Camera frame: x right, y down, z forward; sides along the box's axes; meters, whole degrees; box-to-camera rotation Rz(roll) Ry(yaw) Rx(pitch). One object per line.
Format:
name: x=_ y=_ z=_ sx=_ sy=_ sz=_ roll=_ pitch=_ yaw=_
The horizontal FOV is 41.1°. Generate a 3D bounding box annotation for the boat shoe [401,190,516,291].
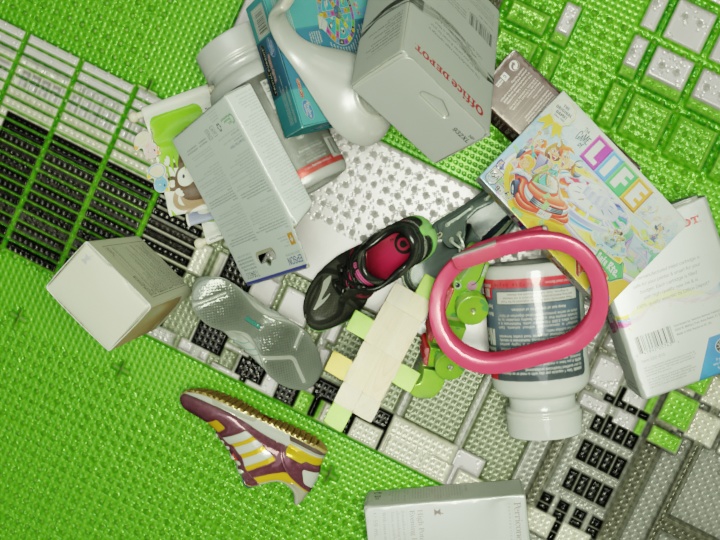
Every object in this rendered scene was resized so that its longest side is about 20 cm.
boat shoe: x=0.129 y=-0.044 z=1.160 sx=0.199 sy=0.062 sz=0.073 roll=-39 pitch=92 yaw=5

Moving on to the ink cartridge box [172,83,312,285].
ink cartridge box: x=-0.127 y=-0.089 z=1.092 sx=0.040 sy=0.199 sz=0.203 roll=-29 pitch=98 yaw=-27

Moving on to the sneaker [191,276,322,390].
sneaker: x=-0.126 y=0.069 z=1.183 sx=0.200 sy=0.080 sz=0.071 roll=42 pitch=87 yaw=-19

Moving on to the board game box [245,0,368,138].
board game box: x=-0.019 y=-0.249 z=1.112 sx=0.197 sy=0.047 sz=0.154 roll=-18 pitch=91 yaw=-33

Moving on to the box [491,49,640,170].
box: x=0.226 y=-0.160 z=1.130 sx=0.199 sy=0.100 sz=0.075 roll=41 pitch=95 yaw=2

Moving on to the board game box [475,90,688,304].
board game box: x=0.242 y=-0.076 z=1.059 sx=0.134 sy=0.034 sz=0.200 roll=-44 pitch=89 yaw=-2

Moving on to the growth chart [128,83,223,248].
growth chart: x=-0.197 y=-0.130 z=1.199 sx=0.143 sy=0.018 sz=0.203 roll=-26 pitch=90 yaw=5

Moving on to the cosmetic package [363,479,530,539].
cosmetic package: x=0.107 y=0.320 z=1.177 sx=0.196 sy=0.074 sz=0.104 roll=-6 pitch=93 yaw=5

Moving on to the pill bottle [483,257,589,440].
pill bottle: x=0.209 y=0.090 z=1.134 sx=0.117 sy=0.120 sz=0.204 roll=-5 pitch=92 yaw=4

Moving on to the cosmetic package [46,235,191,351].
cosmetic package: x=-0.275 y=0.022 z=1.120 sx=0.105 sy=0.200 sz=0.071 roll=45 pitch=95 yaw=1

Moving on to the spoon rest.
spoon rest: x=-0.031 y=-0.221 z=1.046 sx=0.200 sy=0.060 sz=0.100 roll=46 pitch=59 yaw=-32

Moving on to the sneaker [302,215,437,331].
sneaker: x=0.000 y=0.000 z=1.150 sx=0.199 sy=0.084 sz=0.077 roll=-40 pitch=80 yaw=19

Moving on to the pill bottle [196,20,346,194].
pill bottle: x=-0.109 y=-0.183 z=1.142 sx=0.113 sy=0.114 sz=0.202 roll=-28 pitch=91 yaw=5

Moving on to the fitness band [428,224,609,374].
fitness band: x=0.169 y=0.034 z=1.042 sx=0.196 sy=0.037 sz=0.146 roll=-16 pitch=101 yaw=16

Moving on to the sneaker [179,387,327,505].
sneaker: x=-0.143 y=0.217 z=1.185 sx=0.197 sy=0.075 sz=0.091 roll=25 pitch=89 yaw=3

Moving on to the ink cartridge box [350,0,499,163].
ink cartridge box: x=0.076 y=-0.246 z=1.063 sx=0.083 sy=0.203 sz=0.144 roll=-25 pitch=132 yaw=38

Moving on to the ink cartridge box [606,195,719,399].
ink cartridge box: x=0.361 y=0.028 z=1.139 sx=0.142 sy=0.085 sz=0.204 roll=-19 pitch=93 yaw=4

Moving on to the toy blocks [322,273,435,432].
toy blocks: x=0.024 y=0.098 z=1.143 sx=0.099 sy=0.137 sz=0.202 roll=28 pitch=84 yaw=2

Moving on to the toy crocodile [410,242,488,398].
toy crocodile: x=0.104 y=0.062 z=1.142 sx=0.061 sy=0.068 sz=0.203 roll=12 pitch=116 yaw=-13
